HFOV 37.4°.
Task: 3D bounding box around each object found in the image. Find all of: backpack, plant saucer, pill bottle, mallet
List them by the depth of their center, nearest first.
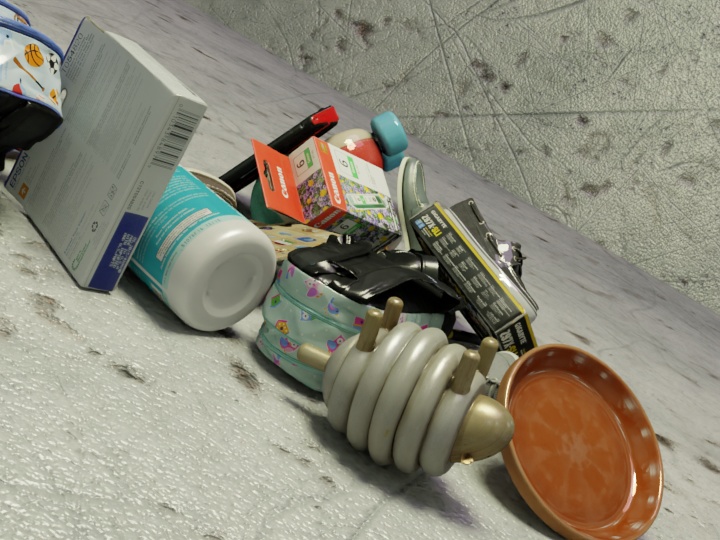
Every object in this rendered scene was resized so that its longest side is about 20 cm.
[{"bbox_3d":[-0.365,-0.173,0.968,0.190,0.154,0.200,-3,-6,34],"label":"backpack"},{"bbox_3d":[0.208,0.167,1.018,0.200,0.032,0.200,18,54,-27],"label":"plant saucer"},{"bbox_3d":[-0.180,-0.037,1.025,0.200,0.111,0.111,39,17,34],"label":"pill bottle"},{"bbox_3d":[-0.009,0.043,1.040,0.167,0.127,0.200,24,11,23],"label":"backpack"},{"bbox_3d":[0.112,0.083,1.324,0.200,0.041,0.066,18,15,-49],"label":"mallet"}]

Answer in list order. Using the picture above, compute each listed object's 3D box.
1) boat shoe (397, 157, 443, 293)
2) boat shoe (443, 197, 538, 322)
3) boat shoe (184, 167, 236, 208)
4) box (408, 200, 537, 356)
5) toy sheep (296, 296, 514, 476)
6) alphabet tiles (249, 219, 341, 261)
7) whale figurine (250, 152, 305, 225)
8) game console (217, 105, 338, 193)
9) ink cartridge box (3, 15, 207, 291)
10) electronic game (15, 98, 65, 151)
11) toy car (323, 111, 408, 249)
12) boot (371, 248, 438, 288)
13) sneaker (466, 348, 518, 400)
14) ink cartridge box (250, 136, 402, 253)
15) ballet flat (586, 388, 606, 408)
[{"bbox_3d":[0.092,-0.060,1.465,0.062,0.200,0.073,-7,-5,21],"label":"boat shoe"},{"bbox_3d":[0.178,-0.018,1.379,0.200,0.066,0.070,54,-3,33],"label":"boat shoe"},{"bbox_3d":[-0.223,-0.078,1.154,0.200,0.072,0.060,10,16,-30],"label":"boat shoe"},{"bbox_3d":[0.145,0.030,1.313,0.200,0.049,0.160,55,-4,34],"label":"box"},{"bbox_3d":[0.037,0.102,0.906,0.200,0.138,0.138,24,12,21],"label":"toy sheep"},{"bbox_3d":[-0.119,-0.033,1.171,0.166,0.006,0.200,15,19,43],"label":"alphabet tiles"},{"bbox_3d":[-0.060,-0.062,1.394,0.200,0.104,0.159,35,35,-32],"label":"whale figurine"},{"bbox_3d":[-0.124,-0.153,1.405,0.031,0.200,0.177,57,14,-2],"label":"game console"},{"bbox_3d":[-0.243,-0.113,0.992,0.041,0.200,0.200,15,21,-46],"label":"ink cartridge box"},{"bbox_3d":[-0.304,-0.141,1.152,0.200,0.042,0.200,6,-10,1],"label":"electronic game"},{"bbox_3d":[0.006,-0.090,1.519,0.200,0.184,0.177,62,-4,7],"label":"toy car"},{"bbox_3d":[0.000,0.001,1.299,0.162,0.073,0.198,6,-2,-7],"label":"boot"},{"bbox_3d":[0.130,0.135,1.122,0.115,0.075,0.200,14,13,-15],"label":"sneaker"},{"bbox_3d":[-0.039,-0.101,1.304,0.200,0.050,0.109,21,44,-46],"label":"ink cartridge box"},{"bbox_3d":[0.243,0.166,1.179,0.072,0.072,0.200,36,-8,29],"label":"ballet flat"}]
